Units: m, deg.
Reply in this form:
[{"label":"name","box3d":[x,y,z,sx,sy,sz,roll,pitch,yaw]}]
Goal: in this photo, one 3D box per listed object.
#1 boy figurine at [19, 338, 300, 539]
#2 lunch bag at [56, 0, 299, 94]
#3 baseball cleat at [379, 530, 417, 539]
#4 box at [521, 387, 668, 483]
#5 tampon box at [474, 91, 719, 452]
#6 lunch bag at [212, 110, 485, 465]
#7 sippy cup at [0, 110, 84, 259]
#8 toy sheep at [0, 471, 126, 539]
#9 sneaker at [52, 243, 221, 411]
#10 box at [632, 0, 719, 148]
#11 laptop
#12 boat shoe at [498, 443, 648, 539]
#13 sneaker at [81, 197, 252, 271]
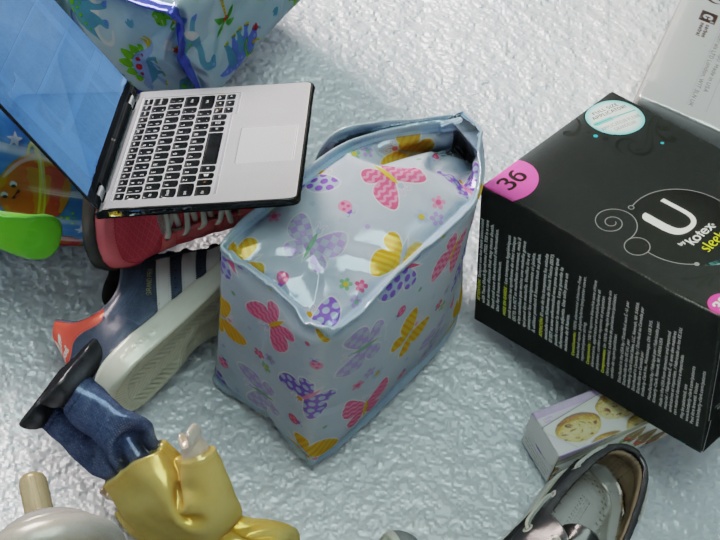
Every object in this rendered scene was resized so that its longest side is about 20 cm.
[{"label":"boy figurine","box3d":[-0.117,0.133,1.215,0.200,0.124,0.065,40,51,-5]},{"label":"lunch bag","box3d":[-0.159,-0.222,1.443,0.199,0.128,0.170,19,53,26]},{"label":"baseball cleat","box3d":[0.067,0.255,1.203,0.106,0.070,0.202,-4,67,-21]},{"label":"box","box3d":[0.207,0.092,1.349,0.199,0.039,0.042,-18,60,-21]},{"label":"tampon box","box3d":[0.200,-0.003,1.326,0.199,0.127,0.150,31,49,30]},{"label":"lunch bag","box3d":[0.000,0.000,1.295,0.127,0.170,0.200,39,61,20]},{"label":"sippy cup","box3d":[-0.228,-0.076,1.334,0.129,0.140,0.179,11,66,-17]},{"label":"toy sheep","box3d":[-0.175,0.210,1.140,0.137,0.138,0.201,-14,59,-19]},{"label":"sneaker","box3d":[-0.126,0.009,1.325,0.084,0.075,0.200,36,52,23]},{"label":"box","box3d":[0.309,-0.119,1.456,0.199,0.131,0.200,24,55,7]},{"label":"laptop","box3d":[-0.137,-0.126,1.243,0.198,0.117,0.188,-3,28,4]},{"label":"boat shoe","box3d":[0.131,0.180,1.228,0.074,0.060,0.200,45,40,1]},{"label":"sneaker","box3d":[-0.111,-0.056,1.305,0.086,0.074,0.200,2,21,30]}]
